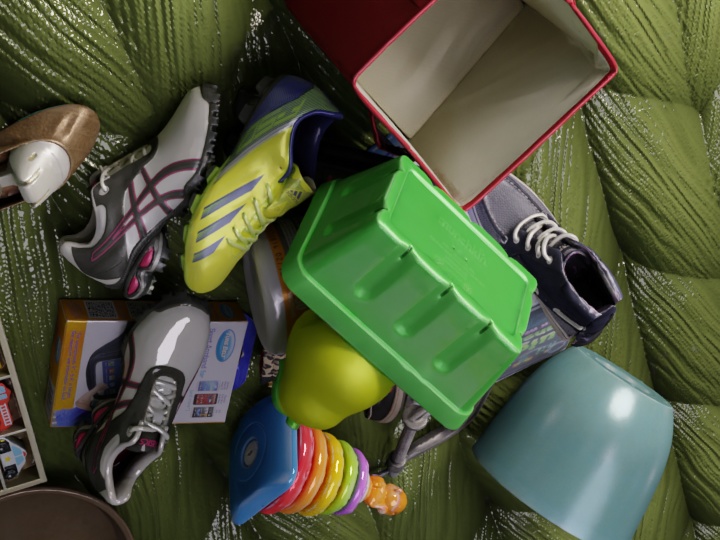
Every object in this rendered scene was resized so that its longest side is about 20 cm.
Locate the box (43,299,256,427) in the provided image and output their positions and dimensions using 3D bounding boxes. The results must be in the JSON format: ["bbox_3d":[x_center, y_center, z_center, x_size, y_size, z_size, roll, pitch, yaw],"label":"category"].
[{"bbox_3d":[-0.192,0.088,1.192,0.197,0.042,0.120,2,120,-24],"label":"box"}]

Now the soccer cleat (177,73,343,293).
[{"bbox_3d":[-0.084,-0.064,1.041,0.202,0.083,0.065,-62,164,7],"label":"soccer cleat"}]

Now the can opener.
[{"bbox_3d":[-0.025,-0.093,1.095,0.198,0.064,0.079,22,135,1],"label":"can opener"}]

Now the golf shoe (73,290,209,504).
[{"bbox_3d":[-0.184,0.116,1.126,0.076,0.088,0.202,19,110,-33],"label":"golf shoe"}]

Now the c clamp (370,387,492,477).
[{"bbox_3d":[0.068,0.172,1.335,0.169,0.027,0.201,-21,156,-24],"label":"c clamp"}]

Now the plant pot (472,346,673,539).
[{"bbox_3d":[0.246,0.181,1.372,0.199,0.200,0.162,26,99,-36],"label":"plant pot"}]

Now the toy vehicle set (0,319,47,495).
[{"bbox_3d":[-0.368,0.129,1.142,0.123,0.027,0.202,-16,126,-15],"label":"toy vehicle set"}]

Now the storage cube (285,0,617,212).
[{"bbox_3d":[0.069,-0.194,1.040,0.200,0.180,0.171,-41,127,6],"label":"storage cube"}]

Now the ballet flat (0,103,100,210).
[{"bbox_3d":[-0.298,-0.070,1.016,0.198,0.073,0.068,-23,129,-11],"label":"ballet flat"}]

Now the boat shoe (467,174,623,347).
[{"bbox_3d":[0.176,-0.027,1.190,0.074,0.201,0.093,-35,172,-15],"label":"boat shoe"}]

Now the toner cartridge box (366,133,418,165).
[{"bbox_3d":[0.045,-0.030,1.226,0.095,0.043,0.201,-36,129,-1],"label":"toner cartridge box"}]

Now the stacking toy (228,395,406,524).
[{"bbox_3d":[-0.031,0.212,1.286,0.198,0.111,0.116,22,135,-30],"label":"stacking toy"}]

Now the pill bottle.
[{"bbox_3d":[0.000,0.000,1.123,0.197,0.117,0.118,-12,126,-12],"label":"pill bottle"}]

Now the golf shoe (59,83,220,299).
[{"bbox_3d":[-0.183,-0.074,1.070,0.087,0.077,0.202,24,104,-19],"label":"golf shoe"}]

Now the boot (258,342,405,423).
[{"bbox_3d":[-0.026,0.091,1.247,0.148,0.074,0.201,1,152,-6],"label":"boot"}]

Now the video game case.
[{"bbox_3d":[0.141,0.076,1.300,0.198,0.024,0.182,-24,156,-13],"label":"video game case"}]

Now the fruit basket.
[{"bbox_3d":[0.014,0.039,1.021,0.212,0.156,0.218,10,130,12],"label":"fruit basket"}]

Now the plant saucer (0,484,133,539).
[{"bbox_3d":[-0.324,0.294,1.257,0.197,0.030,0.203,-8,118,-14],"label":"plant saucer"}]
